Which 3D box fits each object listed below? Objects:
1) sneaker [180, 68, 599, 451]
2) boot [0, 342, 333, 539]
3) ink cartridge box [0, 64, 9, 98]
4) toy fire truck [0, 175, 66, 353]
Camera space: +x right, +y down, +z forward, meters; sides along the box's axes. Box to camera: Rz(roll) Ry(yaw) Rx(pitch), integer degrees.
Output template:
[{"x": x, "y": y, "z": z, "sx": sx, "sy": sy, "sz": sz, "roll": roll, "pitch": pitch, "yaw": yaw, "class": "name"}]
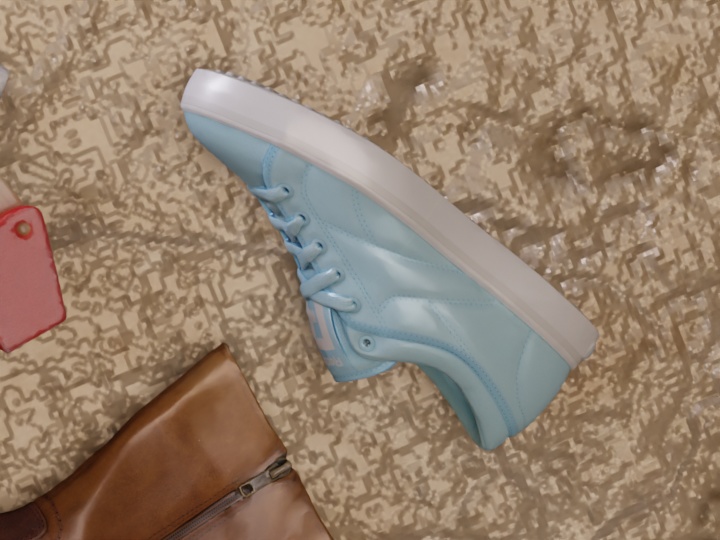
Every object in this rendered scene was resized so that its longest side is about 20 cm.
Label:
[{"x": 0.000, "y": 0.000, "z": 1.058, "sx": 0.200, "sy": 0.074, "sz": 0.082, "roll": 36, "pitch": 82, "yaw": -10, "class": "sneaker"}, {"x": -0.129, "y": 0.092, "z": 1.039, "sx": 0.200, "sy": 0.068, "sz": 0.188, "roll": -34, "pitch": 98, "yaw": -9, "class": "boot"}, {"x": -0.251, "y": -0.063, "z": 0.999, "sx": 0.200, "sy": 0.083, "sz": 0.145, "roll": 31, "pitch": 86, "yaw": -11, "class": "ink cartridge box"}, {"x": -0.205, "y": -0.044, "z": 0.941, "sx": 0.141, "sy": 0.049, "sz": 0.200, "roll": -26, "pitch": 97, "yaw": -10, "class": "toy fire truck"}]
